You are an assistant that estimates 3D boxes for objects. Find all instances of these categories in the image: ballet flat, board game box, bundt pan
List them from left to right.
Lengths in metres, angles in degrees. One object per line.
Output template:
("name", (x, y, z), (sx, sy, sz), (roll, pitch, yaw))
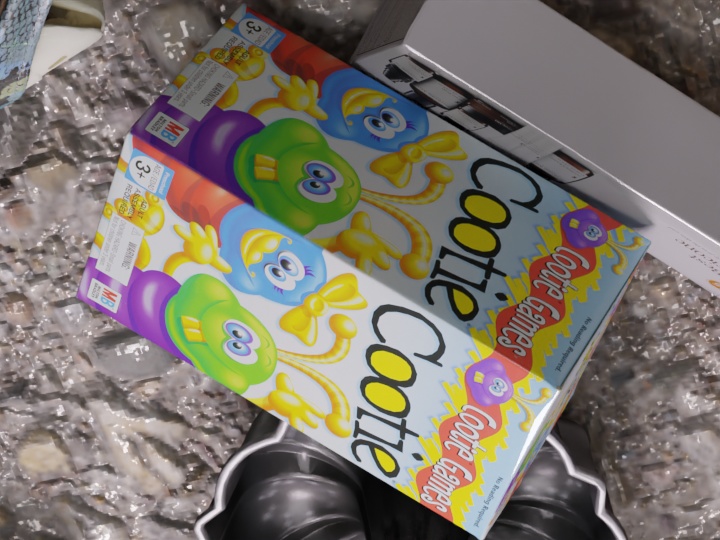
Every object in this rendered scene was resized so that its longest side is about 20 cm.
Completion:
("ballet flat", (-0.127, -0.128, 1.119), (0.074, 0.074, 0.201), (22, 124, -9))
("board game box", (0.000, 0.000, 1.117), (0.199, 0.103, 0.105), (30, 135, 7))
("bundt pan", (0.026, 0.117, 1.244), (0.200, 0.076, 0.203), (3, 122, 4))

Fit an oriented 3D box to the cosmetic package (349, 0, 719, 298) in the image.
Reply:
("cosmetic package", (0.098, -0.056, 1.124), (0.199, 0.083, 0.051), (31, 82, -13))
